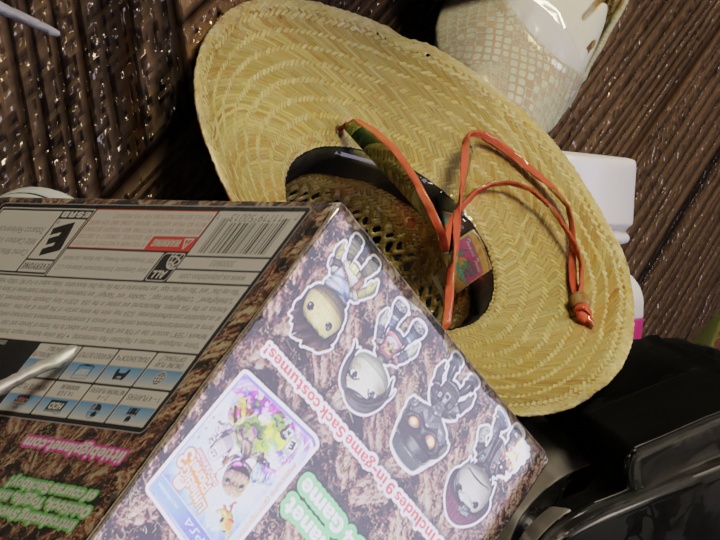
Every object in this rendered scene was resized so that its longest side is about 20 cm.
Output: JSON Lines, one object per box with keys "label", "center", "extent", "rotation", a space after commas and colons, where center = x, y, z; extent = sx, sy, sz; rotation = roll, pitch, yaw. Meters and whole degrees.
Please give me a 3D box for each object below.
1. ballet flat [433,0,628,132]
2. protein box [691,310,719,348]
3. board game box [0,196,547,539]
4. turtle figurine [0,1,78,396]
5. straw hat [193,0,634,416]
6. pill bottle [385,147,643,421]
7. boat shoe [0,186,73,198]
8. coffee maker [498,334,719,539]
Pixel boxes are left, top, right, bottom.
{"label": "ballet flat", "center": [0.076, -0.109, 1.180], "extent": [0.062, 0.067, 0.200], "rotation": [-47, -176, 21]}
{"label": "protein box", "center": [0.157, 0.163, 1.280], "extent": [0.199, 0.135, 0.200], "rotation": [-66, -175, -34]}
{"label": "board game box", "center": [-0.079, 0.086, 0.700], "extent": [0.097, 0.159, 0.200], "rotation": [50, 63, -28]}
{"label": "turtle figurine", "center": [-0.153, -0.006, 0.663], "extent": [0.200, 0.100, 0.150], "rotation": [-6, 85, -49]}
{"label": "straw hat", "center": [0.000, 0.000, 1.029], "extent": [0.085, 0.201, 0.201], "rotation": [-45, 178, 33]}
{"label": "pill bottle", "center": [0.055, 0.050, 1.142], "extent": [0.113, 0.113, 0.201], "rotation": [-3, 99, -67]}
{"label": "boat shoe", "center": [-0.115, 0.069, 0.805], "extent": [0.071, 0.072, 0.201], "rotation": [30, 66, -60]}
{"label": "coffee maker", "center": [0.123, 0.083, 0.996], "extent": [0.192, 0.135, 0.200], "rotation": [-46, -170, -3]}
